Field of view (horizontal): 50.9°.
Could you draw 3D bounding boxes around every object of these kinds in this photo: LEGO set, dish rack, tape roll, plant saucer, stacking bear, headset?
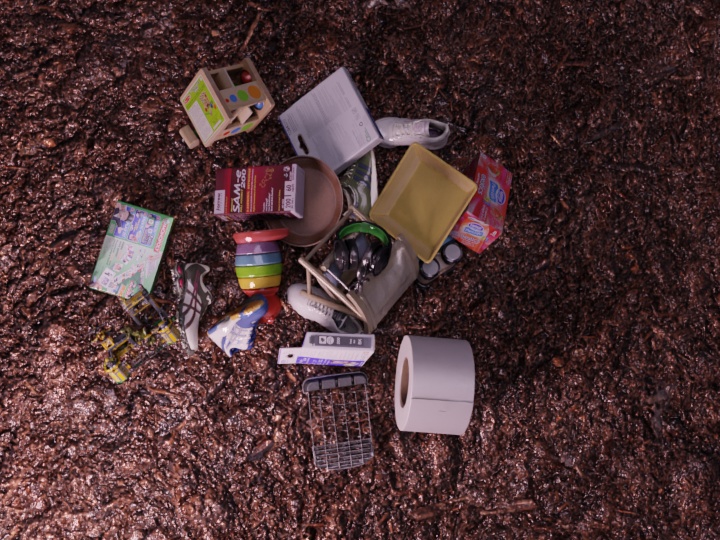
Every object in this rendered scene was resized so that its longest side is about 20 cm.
[{"bbox_3d":[-0.486,0.122,1.591,0.198,0.154,0.117,-33,123,-1],"label":"LEGO set"},{"bbox_3d":[-0.045,0.332,1.675,0.149,0.055,0.205,-6,84,-7],"label":"dish rack"},{"bbox_3d":[0.157,0.248,1.640,0.135,0.203,0.208,5,80,-8],"label":"tape roll"},{"bbox_3d":[0.143,-0.149,1.685,0.199,0.048,0.202,39,102,28],"label":"plant saucer"},{"bbox_3d":[-0.220,0.015,1.673,0.119,0.113,0.206,-3,94,35],"label":"stacking bear"},{"bbox_3d":[0.003,-0.037,1.536,0.120,0.095,0.203,8,45,-1],"label":"headset"},{"bbox_3d":[-0.128,-0.156,1.720,0.195,0.037,0.206,0,90,15],"label":"plant saucer"}]

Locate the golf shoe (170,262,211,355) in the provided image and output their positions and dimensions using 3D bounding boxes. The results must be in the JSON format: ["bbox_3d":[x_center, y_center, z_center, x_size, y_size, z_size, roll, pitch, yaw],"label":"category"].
[{"bbox_3d":[-0.365,0.082,1.661,0.086,0.077,0.205,-5,83,-17],"label":"golf shoe"}]

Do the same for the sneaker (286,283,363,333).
[{"bbox_3d":[-0.077,0.089,1.695,0.197,0.081,0.077,32,80,0],"label":"sneaker"}]

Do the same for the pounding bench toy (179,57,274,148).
[{"bbox_3d":[-0.312,-0.365,1.719,0.155,0.199,0.126,-29,87,-42],"label":"pounding bench toy"}]

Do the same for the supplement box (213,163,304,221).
[{"bbox_3d":[-0.226,-0.173,1.691,0.195,0.061,0.112,-2,80,16],"label":"supplement box"}]

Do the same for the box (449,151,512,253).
[{"bbox_3d":[0.273,-0.156,1.727,0.098,0.096,0.203,29,50,-13],"label":"box"}]

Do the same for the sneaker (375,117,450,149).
[{"bbox_3d":[0.116,-0.333,1.777,0.195,0.100,0.077,1,83,-6],"label":"sneaker"}]

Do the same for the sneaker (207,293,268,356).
[{"bbox_3d":[-0.245,0.120,1.627,0.089,0.199,0.075,52,44,-8],"label":"sneaker"}]

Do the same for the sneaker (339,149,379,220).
[{"bbox_3d":[-0.011,-0.215,1.756,0.088,0.067,0.206,-4,85,-14],"label":"sneaker"}]

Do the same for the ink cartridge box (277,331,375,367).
[{"bbox_3d":[-0.079,0.169,1.622,0.195,0.198,0.045,2,74,-8],"label":"ink cartridge box"}]

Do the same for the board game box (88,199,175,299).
[{"bbox_3d":[-0.506,-0.039,1.682,0.132,0.029,0.205,17,79,-6],"label":"board game box"}]

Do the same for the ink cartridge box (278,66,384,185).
[{"bbox_3d":[-0.069,-0.329,1.749,0.198,0.043,0.199,-32,74,20],"label":"ink cartridge box"}]

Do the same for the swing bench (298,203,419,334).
[{"bbox_3d":[0.000,0.000,1.641,0.198,0.131,0.199,30,58,19],"label":"swing bench"}]

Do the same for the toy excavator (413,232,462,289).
[{"bbox_3d":[0.164,-0.090,1.755,0.192,0.100,0.202,-32,78,-12],"label":"toy excavator"}]
